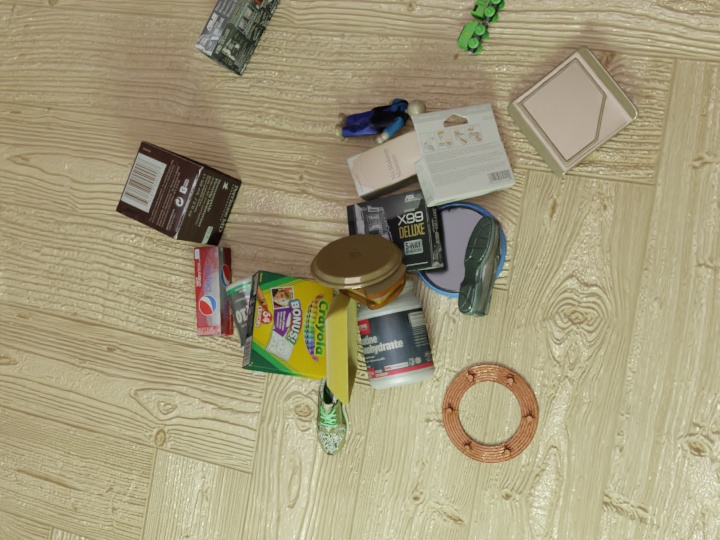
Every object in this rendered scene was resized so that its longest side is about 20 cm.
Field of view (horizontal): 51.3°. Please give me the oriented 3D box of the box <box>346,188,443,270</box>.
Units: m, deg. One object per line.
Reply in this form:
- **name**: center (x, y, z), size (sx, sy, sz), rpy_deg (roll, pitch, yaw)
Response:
- **box**: center (0.069, -0.073, 1.556), size (0.198, 0.050, 0.160), rpy_deg (-8, 85, 35)

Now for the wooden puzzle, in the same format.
- **wooden puzzle**: center (0.425, -0.319, 1.510), size (0.199, 0.037, 0.186), rpy_deg (-38, 78, 16)

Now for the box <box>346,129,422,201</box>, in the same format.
- **box**: center (0.081, -0.226, 1.581), size (0.198, 0.078, 0.096), rpy_deg (-22, 83, 14)

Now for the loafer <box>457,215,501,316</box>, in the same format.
- **loafer**: center (0.246, -0.006, 1.500), size (0.072, 0.062, 0.202), rpy_deg (15, 91, 58)

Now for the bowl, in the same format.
- **bowl**: center (0.203, -0.044, 1.558), size (0.198, 0.039, 0.203), rpy_deg (-1, 87, 16)

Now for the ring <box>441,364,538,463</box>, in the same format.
- **ring**: center (0.264, 0.294, 1.536), size (0.198, 0.019, 0.203), rpy_deg (-1, 88, 17)

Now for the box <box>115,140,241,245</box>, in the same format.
- **box**: center (-0.397, -0.165, 1.656), size (0.163, 0.200, 0.168), rpy_deg (23, 94, 16)

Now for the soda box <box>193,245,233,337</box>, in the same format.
- **soda box**: center (-0.331, 0.048, 1.694), size (0.063, 0.070, 0.203), rpy_deg (-3, 86, 15)

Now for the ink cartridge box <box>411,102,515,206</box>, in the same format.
- **ink cartridge box**: center (0.199, -0.234, 1.505), size (0.198, 0.045, 0.178), rpy_deg (-14, 83, -25)

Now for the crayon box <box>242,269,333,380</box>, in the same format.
- **crayon box**: center (-0.150, 0.116, 1.570), size (0.171, 0.058, 0.202), rpy_deg (12, 71, -24)

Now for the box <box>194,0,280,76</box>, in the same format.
- **box**: center (-0.269, -0.548, 1.658), size (0.049, 0.158, 0.201), rpy_deg (30, 97, 15)

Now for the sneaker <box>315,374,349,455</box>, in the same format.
- **sneaker**: center (-0.069, 0.295, 1.596), size (0.076, 0.089, 0.203), rpy_deg (1, 88, 16)

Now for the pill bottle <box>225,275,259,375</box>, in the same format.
- **pill bottle**: center (-0.216, 0.117, 1.635), size (0.112, 0.113, 0.202), rpy_deg (-19, 83, 15)

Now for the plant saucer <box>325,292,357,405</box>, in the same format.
- **plant saucer**: center (-0.038, 0.142, 1.513), size (0.048, 0.200, 0.203), rpy_deg (1, 104, 4)

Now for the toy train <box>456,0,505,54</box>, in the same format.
- **toy train**: center (0.264, -0.549, 1.563), size (0.056, 0.042, 0.202), rpy_deg (29, 96, 26)

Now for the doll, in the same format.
- **doll**: center (0.046, -0.318, 1.586), size (0.198, 0.049, 0.137), rpy_deg (-9, 45, 23)

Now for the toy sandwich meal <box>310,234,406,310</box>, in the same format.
- **toy sandwich meal**: center (0.000, 0.000, 1.479), size (0.203, 0.206, 0.071), rpy_deg (0, 123, 16)

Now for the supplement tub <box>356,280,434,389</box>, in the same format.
- **supplement tub**: center (0.069, 0.132, 1.536), size (0.139, 0.140, 0.202), rpy_deg (-13, 84, 15)
